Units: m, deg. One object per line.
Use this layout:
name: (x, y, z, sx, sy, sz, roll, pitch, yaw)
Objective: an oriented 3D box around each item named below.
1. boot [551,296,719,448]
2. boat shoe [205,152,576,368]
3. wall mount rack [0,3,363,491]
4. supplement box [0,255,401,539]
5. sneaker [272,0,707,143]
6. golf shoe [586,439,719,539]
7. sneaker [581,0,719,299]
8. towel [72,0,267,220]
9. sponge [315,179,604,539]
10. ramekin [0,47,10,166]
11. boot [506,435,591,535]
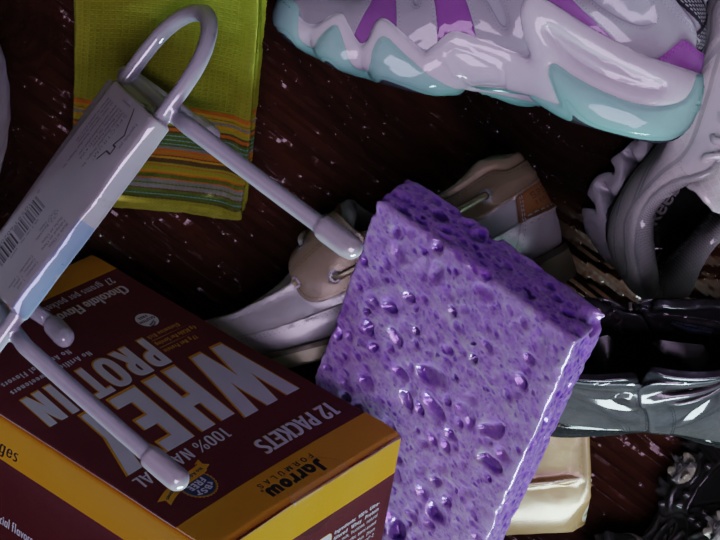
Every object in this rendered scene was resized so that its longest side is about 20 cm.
boot: (0.170, 0.045, 1.105, 0.198, 0.132, 0.070, -7, 78, -7)
boat shoe: (0.000, 0.000, 1.144, 0.199, 0.075, 0.069, -18, 95, 9)
wall mount rack: (-0.091, -0.006, 0.996, 0.074, 0.174, 0.200, 35, 93, -30)
supplement box: (-0.109, 0.137, 1.107, 0.197, 0.133, 0.201, 28, 124, 28)
sneaker: (0.067, -0.144, 1.078, 0.199, 0.078, 0.141, 12, 96, 4)
golf shoe: (0.187, 0.140, 1.226, 0.088, 0.077, 0.200, 31, 115, -37)
sneaker: (0.174, -0.072, 1.107, 0.075, 0.081, 0.201, 21, 112, -11)
towel: (-0.087, -0.090, 1.068, 0.085, 0.018, 0.201, 3, 144, -5)
sponge: (0.030, 0.066, 1.081, 0.111, 0.030, 0.201, 36, 132, 19)
ramekin: (-0.251, -0.067, 1.065, 0.199, 0.098, 0.202, 1, 111, 4)
boot: (0.018, 0.130, 1.206, 0.198, 0.066, 0.176, -5, 117, -2)
